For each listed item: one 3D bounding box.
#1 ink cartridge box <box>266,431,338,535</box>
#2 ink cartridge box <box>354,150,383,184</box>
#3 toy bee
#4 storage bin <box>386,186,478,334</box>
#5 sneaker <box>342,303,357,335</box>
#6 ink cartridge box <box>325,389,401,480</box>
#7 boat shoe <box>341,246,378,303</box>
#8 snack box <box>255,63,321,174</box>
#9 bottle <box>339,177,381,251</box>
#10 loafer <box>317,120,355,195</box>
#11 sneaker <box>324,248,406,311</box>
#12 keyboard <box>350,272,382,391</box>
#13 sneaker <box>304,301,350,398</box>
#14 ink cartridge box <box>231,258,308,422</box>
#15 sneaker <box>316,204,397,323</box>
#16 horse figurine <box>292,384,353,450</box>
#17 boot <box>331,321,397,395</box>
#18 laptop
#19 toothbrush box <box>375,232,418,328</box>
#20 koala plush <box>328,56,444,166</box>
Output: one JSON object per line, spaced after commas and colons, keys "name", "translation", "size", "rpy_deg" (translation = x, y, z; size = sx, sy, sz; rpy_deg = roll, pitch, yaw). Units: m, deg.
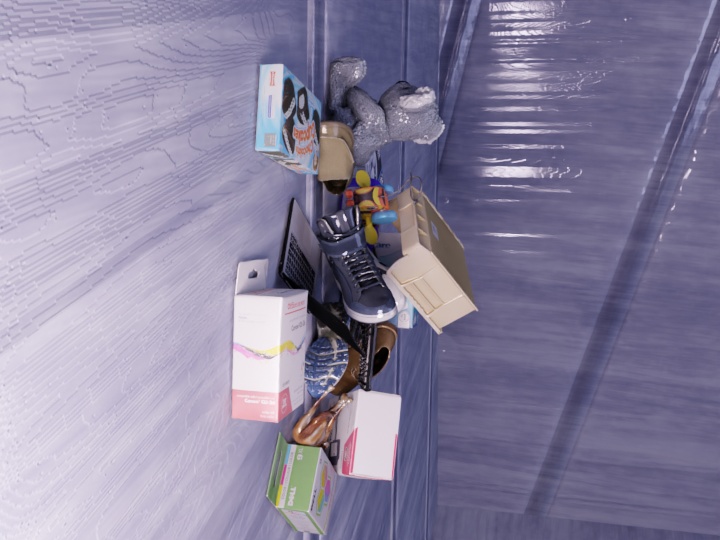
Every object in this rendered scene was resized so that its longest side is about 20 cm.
{"name": "ink cartridge box", "translation": [-0.090, 0.346, 1.185], "size": [0.200, 0.059, 0.104], "rpy_deg": [74, 23, -55]}
{"name": "ink cartridge box", "translation": [0.019, -0.229, 1.626], "size": [0.200, 0.043, 0.199], "rpy_deg": [-76, 163, -48]}
{"name": "toy bee", "translation": [0.014, -0.127, 1.313], "size": [0.200, 0.108, 0.131], "rpy_deg": [118, -36, -50]}
{"name": "storage bin", "translation": [0.125, -0.025, 1.402], "size": [0.199, 0.093, 0.200], "rpy_deg": [48, 24, -32]}
{"name": "sneaker", "translation": [0.004, 0.104, 1.416], "size": [0.200, 0.078, 0.076], "rpy_deg": [109, -31, -65]}
{"name": "ink cartridge box", "translation": [-0.003, 0.301, 1.339], "size": [0.200, 0.084, 0.146], "rpy_deg": [141, -42, -68]}
{"name": "boat shoe", "translation": [0.003, 0.035, 1.498], "size": [0.060, 0.075, 0.201], "rpy_deg": [175, -92, -65]}
{"name": "snack box", "translation": [-0.101, -0.213, 1.072], "size": [0.200, 0.037, 0.117], "rpy_deg": [7, 86, -78]}
{"name": "bottle", "translation": [-0.003, -0.082, 1.447], "size": [0.065, 0.083, 0.201], "rpy_deg": [65, 29, -67]}
{"name": "loafer", "translation": [-0.043, -0.190, 1.256], "size": [0.200, 0.076, 0.068], "rpy_deg": [58, 30, -69]}
{"name": "sneaker", "translation": [0.000, 0.000, 1.317], "size": [0.200, 0.079, 0.130], "rpy_deg": [58, 15, 4]}
{"name": "keyboard", "translation": [0.003, 0.099, 1.251], "size": [0.104, 0.039, 0.201], "rpy_deg": [175, -78, -83]}
{"name": "sneaker", "translation": [-0.051, 0.153, 1.302], "size": [0.200, 0.077, 0.085], "rpy_deg": [-74, 166, -46]}
{"name": "ink cartridge box", "translation": [-0.118, 0.087, 0.979], "size": [0.116, 0.067, 0.201], "rpy_deg": [-16, 109, -77]}
{"name": "sneaker", "translation": [-0.009, -0.016, 1.145], "size": [0.202, 0.077, 0.147], "rpy_deg": [-130, -156, -56]}
{"name": "horse figurine", "translation": [-0.068, 0.258, 1.230], "size": [0.133, 0.050, 0.200], "rpy_deg": [-51, 166, -7]}
{"name": "boot", "translation": [-0.006, 0.177, 1.347], "size": [0.200, 0.073, 0.076], "rpy_deg": [-50, -161, 33]}
{"name": "laptop", "translation": [-0.049, 0.016, 1.177], "size": [0.187, 0.115, 0.201], "rpy_deg": [66, 29, -66]}
{"name": "toothbrush box", "translation": [0.050, 0.018, 1.574], "size": [0.085, 0.146, 0.201], "rpy_deg": [-7, 98, -78]}
{"name": "koala plush", "translation": [0.053, -0.284, 1.362], "size": [0.177, 0.199, 0.185], "rpy_deg": [62, 28, -68]}
